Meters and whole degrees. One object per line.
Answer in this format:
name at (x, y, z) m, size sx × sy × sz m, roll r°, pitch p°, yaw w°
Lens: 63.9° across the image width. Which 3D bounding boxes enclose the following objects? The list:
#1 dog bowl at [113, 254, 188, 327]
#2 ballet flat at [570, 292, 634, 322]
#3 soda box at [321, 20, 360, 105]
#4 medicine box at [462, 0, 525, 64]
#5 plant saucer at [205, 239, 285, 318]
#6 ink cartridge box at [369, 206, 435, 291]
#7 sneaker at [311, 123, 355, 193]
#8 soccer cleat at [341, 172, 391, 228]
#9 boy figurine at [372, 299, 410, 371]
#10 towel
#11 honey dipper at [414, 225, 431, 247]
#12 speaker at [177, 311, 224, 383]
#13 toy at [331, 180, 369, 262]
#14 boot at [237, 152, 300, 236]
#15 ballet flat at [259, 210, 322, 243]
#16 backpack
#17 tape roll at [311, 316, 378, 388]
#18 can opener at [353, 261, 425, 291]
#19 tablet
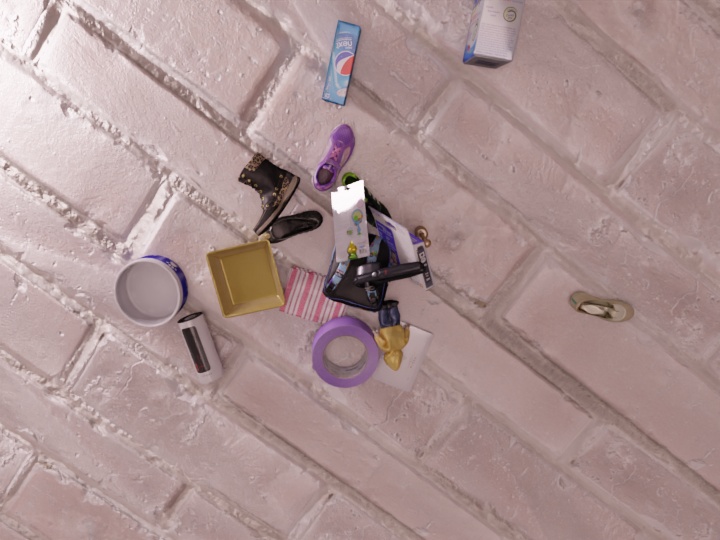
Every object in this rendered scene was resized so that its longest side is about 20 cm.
dog bowl at (-0.611, 0.059, 1.694) m, size 0.196 × 0.079 × 0.204 m, roll 0°, pitch 104°, yaw 1°
ballet flat at (0.705, 0.115, 1.671) m, size 0.196 × 0.070 × 0.071 m, roll 12°, pitch 103°, yaw -1°
soda box at (-0.050, -0.549, 1.539) m, size 0.063 × 0.068 × 0.204 m, roll 13°, pitch 103°, yaw -1°
medicine box at (0.336, -0.626, 1.450) m, size 0.101 × 0.182 × 0.204 m, roll 9°, pitch 103°, yaw -1°
plant saucer at (-0.329, 0.020, 1.687) m, size 0.196 × 0.049 × 0.204 m, roll -12°, pitch 104°, yaw 8°
ink cartridge box at (0.112, -0.068, 1.556) m, size 0.043 × 0.198 × 0.202 m, roll -31°, pitch 126°, yaw -15°
sneaker at (-0.074, -0.304, 1.588) m, size 0.079 × 0.089 × 0.203 m, roll 26°, pitch 102°, yaw -3°
soccer cleat at (0.016, -0.187, 1.614) m, size 0.067 × 0.081 × 0.201 m, roll -39°, pitch 99°, yaw 10°
boy figurine at (0.095, 0.190, 1.693) m, size 0.122 × 0.064 × 0.204 m, roll -14°, pitch 100°, yaw -25°
towel at (-0.131, 0.083, 1.709) m, size 0.196 × 0.030 × 0.149 m, roll 17°, pitch 104°, yaw -3°
honey dipper at (0.170, -0.090, 1.571) m, size 0.037 × 0.200 × 0.039 m, roll 0°, pitch 102°, yaw 2°
speaker at (-0.476, 0.233, 1.729) m, size 0.080 × 0.081 × 0.204 m, roll -15°, pitch 103°, yaw 5°
toy at (-0.019, -0.128, 1.560) m, size 0.114 × 0.047 × 0.204 m, roll -11°, pitch 77°, yaw 36°
boot at (-0.277, -0.215, 1.611) m, size 0.149 × 0.073 × 0.202 m, roll 35°, pitch 88°, yaw -5°
ballet flat at (-0.201, -0.125, 1.647) m, size 0.197 × 0.057 × 0.068 m, roll -19°, pitch 103°, yaw 11°
backpack at (0.000, 0.000, 1.618) m, size 0.179 × 0.135 × 0.204 m, roll 12°, pitch 82°, yaw 11°
tape roll at (-0.046, 0.243, 1.713) m, size 0.196 × 0.066 × 0.204 m, roll -1°, pitch 107°, yaw -3°
can opener at (0.071, 0.008, 1.486) m, size 0.197 × 0.063 × 0.080 m, roll -11°, pitch 80°, yaw 27°
tablet at (0.127, 0.260, 1.750) m, size 0.128 × 0.014 × 0.203 m, roll 21°, pitch 102°, yaw -3°
